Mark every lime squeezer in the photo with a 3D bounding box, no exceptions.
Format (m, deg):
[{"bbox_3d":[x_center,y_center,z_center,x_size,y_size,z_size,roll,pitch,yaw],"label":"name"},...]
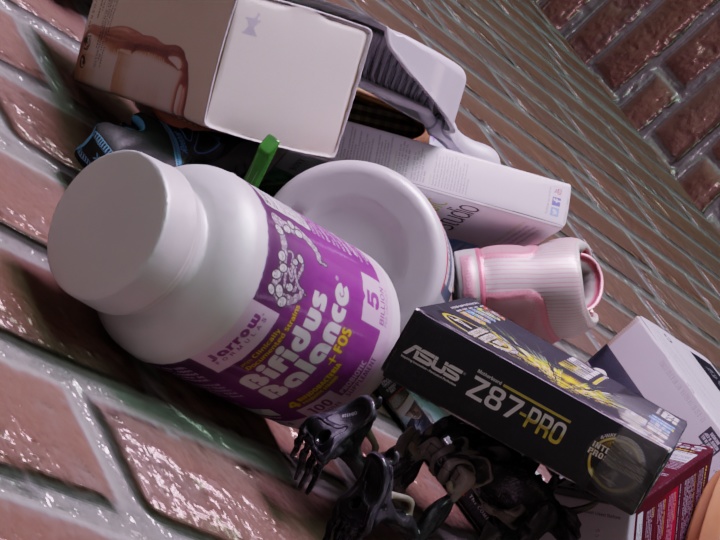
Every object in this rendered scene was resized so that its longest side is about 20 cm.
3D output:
[{"bbox_3d":[-0.081,-0.019,1.330,0.038,0.071,0.200,23,-20,7],"label":"lime squeezer"}]

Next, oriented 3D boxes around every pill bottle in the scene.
[{"bbox_3d":[0.000,0.000,1.366,0.120,0.120,0.200,49,0,7],"label":"pill bottle"},{"bbox_3d":[-0.074,0.009,1.160,0.200,0.112,0.112,30,22,-49],"label":"pill bottle"}]

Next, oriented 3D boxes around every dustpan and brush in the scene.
[{"bbox_3d":[0.039,-0.114,1.411,0.200,0.057,0.140,23,2,-36],"label":"dustpan and brush"}]

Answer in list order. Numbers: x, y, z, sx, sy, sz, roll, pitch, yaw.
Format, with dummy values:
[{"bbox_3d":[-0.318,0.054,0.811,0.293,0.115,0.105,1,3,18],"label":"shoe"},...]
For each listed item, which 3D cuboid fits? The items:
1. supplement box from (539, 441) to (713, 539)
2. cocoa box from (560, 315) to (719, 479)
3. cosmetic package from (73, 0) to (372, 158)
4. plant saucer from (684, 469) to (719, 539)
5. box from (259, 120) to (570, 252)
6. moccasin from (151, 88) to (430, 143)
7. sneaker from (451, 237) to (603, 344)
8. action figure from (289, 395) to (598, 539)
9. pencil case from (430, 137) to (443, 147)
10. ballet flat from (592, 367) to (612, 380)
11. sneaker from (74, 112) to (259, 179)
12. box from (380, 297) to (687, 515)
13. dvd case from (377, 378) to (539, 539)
[{"bbox_3d":[0.170,0.177,1.363,0.061,0.109,0.200,8,8,23],"label":"supplement box"},{"bbox_3d":[0.246,0.162,1.650,0.133,0.131,0.200,30,22,-49],"label":"cocoa box"},{"bbox_3d":[-0.093,-0.137,1.361,0.103,0.087,0.200,13,5,-32],"label":"cosmetic package"},{"bbox_3d":[0.243,0.220,1.436,0.032,0.201,0.200,9,-1,23],"label":"plant saucer"},{"bbox_3d":[0.026,-0.052,1.467,0.200,0.036,0.144,16,-17,-13],"label":"box"},{"bbox_3d":[-0.050,-0.110,1.498,0.201,0.074,0.078,18,-22,1],"label":"moccasin"},{"bbox_3d":[0.117,0.032,1.482,0.200,0.104,0.075,84,-2,-72],"label":"sneaker"},{"bbox_3d":[0.045,0.133,1.204,0.200,0.102,0.119,18,28,-45],"label":"action figure"},{"bbox_3d":[0.036,-0.096,1.836,0.200,0.083,0.091,43,8,-20],"label":"pencil case"},{"bbox_3d":[0.130,0.086,1.425,0.069,0.069,0.200,45,-13,-10],"label":"ballet flat"},{"bbox_3d":[-0.116,-0.071,1.341,0.082,0.073,0.200,44,12,2],"label":"sneaker"},{"bbox_3d":[0.106,0.075,1.237,0.161,0.049,0.200,31,6,10],"label":"box"},{"bbox_3d":[0.099,0.153,1.468,0.200,0.022,0.146,52,15,22],"label":"dvd case"}]
